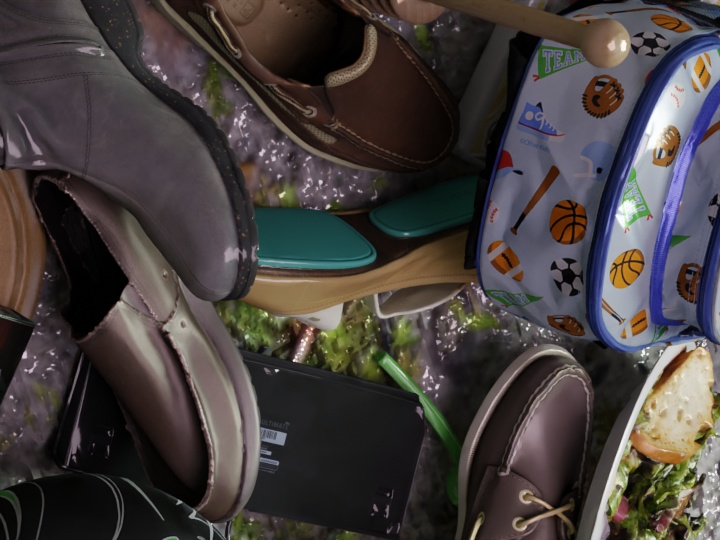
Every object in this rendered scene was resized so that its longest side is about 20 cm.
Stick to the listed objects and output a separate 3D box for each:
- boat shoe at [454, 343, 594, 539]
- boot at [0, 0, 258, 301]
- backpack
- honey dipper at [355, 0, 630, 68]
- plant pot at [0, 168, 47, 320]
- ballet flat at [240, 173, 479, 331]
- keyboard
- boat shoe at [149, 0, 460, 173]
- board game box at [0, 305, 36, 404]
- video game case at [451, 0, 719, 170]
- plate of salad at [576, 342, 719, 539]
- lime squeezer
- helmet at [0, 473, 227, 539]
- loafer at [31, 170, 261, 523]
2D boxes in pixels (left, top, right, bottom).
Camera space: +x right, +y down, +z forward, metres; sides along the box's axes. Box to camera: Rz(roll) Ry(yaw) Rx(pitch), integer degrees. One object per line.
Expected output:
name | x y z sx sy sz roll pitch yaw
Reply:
boat shoe | 0.081 0.138 1.518 0.072 0.060 0.200 18 94 -30
boot | -0.140 -0.053 1.301 0.132 0.200 0.070 -17 148 -33
backpack | 0.140 -0.042 1.445 0.190 0.154 0.200 -5 106 -54
honey dipper | 0.061 -0.125 1.387 0.038 0.200 0.038 -10 108 -32
plant pot | -0.226 -0.003 1.339 0.200 0.027 0.200 -10 108 -31
ballet flat | 0.000 0.000 1.469 0.200 0.069 0.063 -10 123 -30
keyboard | -0.062 0.104 1.474 0.200 0.021 0.127 15 88 -30
boat shoe | -0.019 -0.099 1.419 0.202 0.075 0.075 30 86 -36
board game box | -0.240 0.045 1.296 0.200 0.023 0.105 20 99 -46
video game case | 0.152 -0.119 1.559 0.182 0.023 0.200 26 89 -36
plate of salad | 0.155 0.132 1.564 0.200 0.048 0.200 15 90 -73
lime squeezer | 0.047 0.131 1.563 0.071 0.038 0.200 -4 109 1
helmet | -0.135 0.188 1.349 0.200 0.191 0.200 0 107 0
loafer | -0.109 0.029 1.383 0.071 0.073 0.200 -23 97 -40
